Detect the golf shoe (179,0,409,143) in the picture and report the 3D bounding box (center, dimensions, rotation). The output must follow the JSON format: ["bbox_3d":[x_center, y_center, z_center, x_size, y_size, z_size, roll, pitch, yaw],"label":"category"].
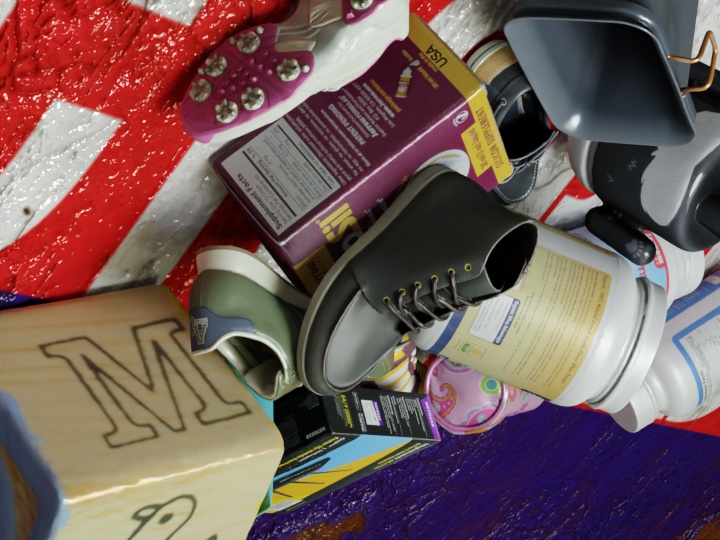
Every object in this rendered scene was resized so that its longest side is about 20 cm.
[{"bbox_3d":[-0.040,-0.149,1.323,0.199,0.075,0.092,-37,151,-5],"label":"golf shoe"}]

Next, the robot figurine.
[{"bbox_3d":[0.275,-0.094,1.597,0.150,0.200,0.125,-33,140,-28],"label":"robot figurine"}]

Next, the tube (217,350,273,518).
[{"bbox_3d":[-0.094,0.113,1.461,0.050,0.201,0.077,12,147,-25],"label":"tube"}]

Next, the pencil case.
[{"bbox_3d":[0.124,0.104,1.734,0.088,0.087,0.200,-51,167,15],"label":"pencil case"}]

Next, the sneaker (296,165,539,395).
[{"bbox_3d":[0.039,0.019,1.340,0.201,0.106,0.075,-55,136,-5],"label":"sneaker"}]

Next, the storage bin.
[{"bbox_3d":[0.214,-0.205,1.443,0.200,0.144,0.135,47,54,-58],"label":"storage bin"}]

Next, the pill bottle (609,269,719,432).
[{"bbox_3d":[0.355,0.089,1.986,0.199,0.112,0.113,-31,147,-14],"label":"pill bottle"}]

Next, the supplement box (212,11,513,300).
[{"bbox_3d":[0.005,-0.081,1.420,0.200,0.103,0.131,-38,149,-5],"label":"supplement box"}]

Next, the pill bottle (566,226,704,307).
[{"bbox_3d":[0.237,0.007,1.766,0.199,0.109,0.109,-17,141,-34],"label":"pill bottle"}]

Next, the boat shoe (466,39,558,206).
[{"bbox_3d":[0.129,-0.112,1.553,0.074,0.062,0.201,-34,148,-15],"label":"boat shoe"}]

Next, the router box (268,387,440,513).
[{"bbox_3d":[-0.051,0.161,1.619,0.199,0.051,0.149,-29,156,35],"label":"router box"}]

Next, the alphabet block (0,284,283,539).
[{"bbox_3d":[-0.209,0.150,1.385,0.199,0.197,0.196,-11,139,-39],"label":"alphabet block"}]

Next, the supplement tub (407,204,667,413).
[{"bbox_3d":[0.153,0.033,1.593,0.199,0.145,0.145,23,121,-8],"label":"supplement tub"}]

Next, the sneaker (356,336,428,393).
[{"bbox_3d":[0.029,0.083,1.667,0.090,0.075,0.199,-47,149,19],"label":"sneaker"}]

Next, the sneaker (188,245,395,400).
[{"bbox_3d":[-0.057,0.062,1.391,0.067,0.090,0.200,-16,144,42],"label":"sneaker"}]
